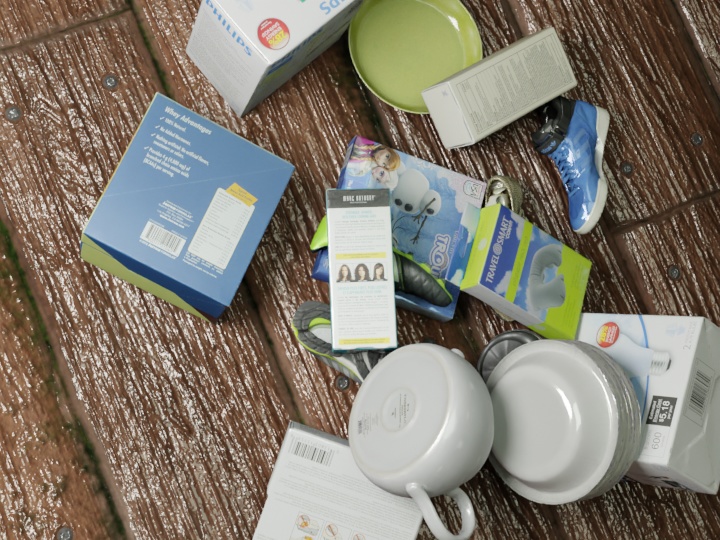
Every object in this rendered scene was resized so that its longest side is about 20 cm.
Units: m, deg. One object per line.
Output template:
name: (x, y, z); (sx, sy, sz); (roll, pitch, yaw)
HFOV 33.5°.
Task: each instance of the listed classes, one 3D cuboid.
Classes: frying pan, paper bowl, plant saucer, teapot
frying pan: (0.198, 0.169, 1.588); (0.031, 0.114, 0.192); (28, 64, -52)
paper bowl: (0.234, 0.186, 1.472); (0.104, 0.200, 0.202); (3, 74, -49)
plant saucer: (0.075, -0.313, 1.695); (0.198, 0.031, 0.202); (4, 77, -16)
teapot: (0.092, 0.196, 1.451); (0.146, 0.197, 0.201); (32, 88, -38)

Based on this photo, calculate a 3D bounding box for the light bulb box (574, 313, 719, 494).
light bulb box: (0.370, 0.169, 1.560); (0.124, 0.199, 0.200); (31, 69, -37)

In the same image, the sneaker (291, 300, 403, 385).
sneaker: (-0.005, 0.108, 1.552); (0.199, 0.081, 0.074); (37, 78, -6)

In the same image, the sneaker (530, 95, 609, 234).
sneaker: (0.289, -0.154, 1.694); (0.110, 0.077, 0.202); (16, 70, -18)

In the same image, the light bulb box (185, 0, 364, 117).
light bulb box: (-0.107, -0.331, 1.558); (0.198, 0.200, 0.125); (-42, 91, -20)

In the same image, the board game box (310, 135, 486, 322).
board game box: (0.054, -0.056, 1.626); (0.198, 0.043, 0.202); (19, 74, -12)

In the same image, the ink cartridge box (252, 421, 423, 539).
ink cartridge box: (-0.025, 0.307, 1.515); (0.199, 0.044, 0.175); (20, 95, -4)

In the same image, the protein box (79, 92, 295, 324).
protein box: (-0.219, -0.074, 1.504); (0.197, 0.135, 0.201); (27, 72, -8)

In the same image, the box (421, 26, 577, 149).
box: (0.194, -0.253, 1.665); (0.199, 0.078, 0.096); (-29, 101, -25)

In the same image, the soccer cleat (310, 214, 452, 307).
soccer cleat: (0.026, 0.000, 1.556); (0.199, 0.068, 0.081); (34, 82, 1)

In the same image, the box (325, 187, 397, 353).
box: (0.000, 0.000, 1.496); (0.082, 0.049, 0.202); (-2, 81, -3)

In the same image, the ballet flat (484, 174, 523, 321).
ballet flat: (0.187, -0.033, 1.635); (0.075, 0.067, 0.202); (12, 77, -58)

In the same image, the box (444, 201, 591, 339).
box: (0.212, 0.000, 1.586); (0.199, 0.048, 0.123); (29, 66, -27)
